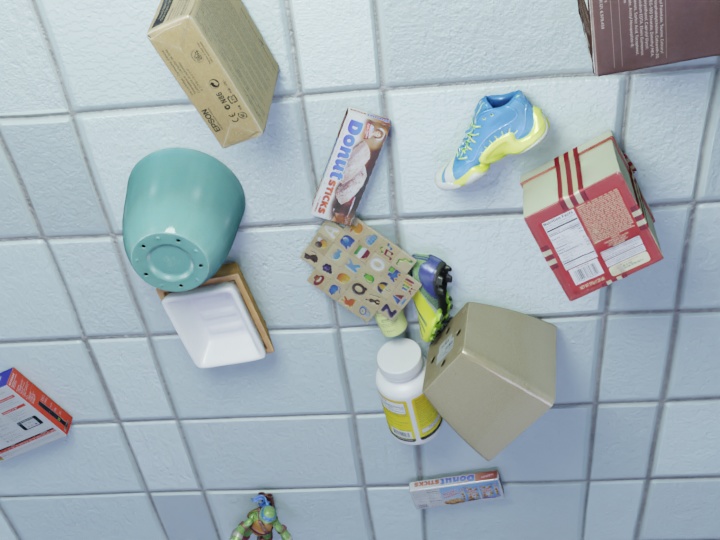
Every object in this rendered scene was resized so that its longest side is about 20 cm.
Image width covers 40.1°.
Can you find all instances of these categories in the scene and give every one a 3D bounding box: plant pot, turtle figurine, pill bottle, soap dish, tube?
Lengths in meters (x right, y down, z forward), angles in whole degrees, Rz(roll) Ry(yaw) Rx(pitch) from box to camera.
[{"bbox_3d":[0.222,0.178,1.774,0.175,0.202,0.200,31,128,-12],"label":"plant pot"},{"bbox_3d":[-0.225,0.614,2.202,0.142,0.202,0.194,-23,166,-27],"label":"turtle figurine"},{"bbox_3d":[-0.291,-0.066,1.585,0.196,0.163,0.203,1,133,1],"label":"plant pot"},{"bbox_3d":[0.090,0.227,1.869,0.110,0.114,0.202,-7,132,9],"label":"pill bottle"},{"bbox_3d":[-0.255,0.079,1.771,0.154,0.082,0.202,-10,131,12],"label":"soap dish"},{"bbox_3d":[0.025,0.030,1.737,0.058,0.052,0.202,-34,125,-13],"label":"tube"}]

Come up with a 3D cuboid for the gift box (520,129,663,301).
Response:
[{"bbox_3d":[0.352,-0.075,1.522,0.182,0.188,0.202,-21,114,19],"label":"gift box"}]

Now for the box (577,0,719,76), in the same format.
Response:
[{"bbox_3d":[0.380,-0.375,1.261,0.196,0.168,0.166,-7,132,11],"label":"box"}]

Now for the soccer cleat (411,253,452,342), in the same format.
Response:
[{"bbox_3d":[0.117,0.046,1.749,0.083,0.065,0.202,24,142,22],"label":"soccer cleat"}]

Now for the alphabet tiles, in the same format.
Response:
[{"bbox_3d":[0.000,0.000,1.696,0.198,0.006,0.167,34,126,-5],"label":"alphabet tiles"}]

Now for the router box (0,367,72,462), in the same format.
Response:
[{"bbox_3d":[-0.723,0.299,2.020,0.197,0.049,0.180,-22,128,21],"label":"router box"}]

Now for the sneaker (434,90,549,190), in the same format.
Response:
[{"bbox_3d":[0.183,-0.207,1.502,0.198,0.076,0.106,-29,114,17],"label":"sneaker"}]

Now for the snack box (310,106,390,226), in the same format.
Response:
[{"bbox_3d":[-0.018,-0.162,1.568,0.071,0.025,0.202,15,128,-11],"label":"snack box"}]

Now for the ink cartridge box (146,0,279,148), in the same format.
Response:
[{"bbox_3d":[-0.196,-0.300,1.360,0.074,0.167,0.201,-16,130,20],"label":"ink cartridge box"}]

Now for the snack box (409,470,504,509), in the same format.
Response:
[{"bbox_3d":[0.209,0.477,2.143,0.196,0.025,0.073,-11,131,13],"label":"snack box"}]
